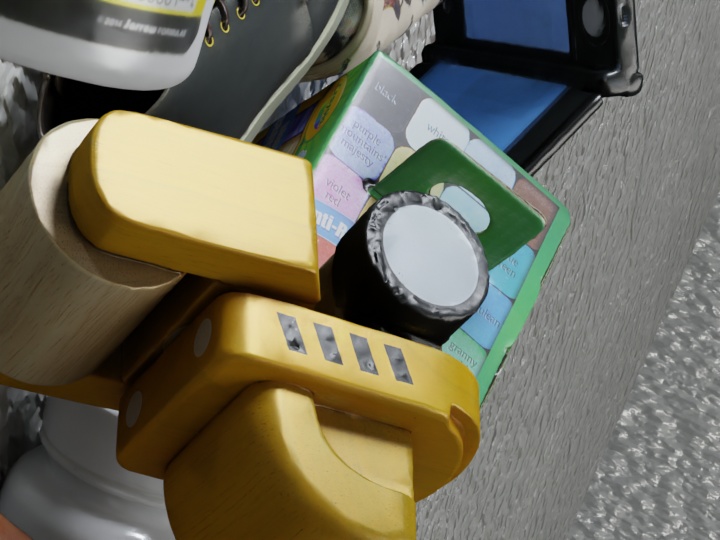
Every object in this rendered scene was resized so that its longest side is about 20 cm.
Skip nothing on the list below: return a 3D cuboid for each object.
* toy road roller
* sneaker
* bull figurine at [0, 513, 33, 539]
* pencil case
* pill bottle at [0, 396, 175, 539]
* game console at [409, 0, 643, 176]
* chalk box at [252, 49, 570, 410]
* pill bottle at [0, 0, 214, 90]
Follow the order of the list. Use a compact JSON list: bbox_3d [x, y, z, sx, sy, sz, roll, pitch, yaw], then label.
[{"bbox_3d":[-0.048,0.044,0.837,0.123,0.199,0.147,-44,-142,46],"label":"toy road roller"},{"bbox_3d":[-0.057,-0.109,0.903,0.106,0.074,0.201,72,42,-73],"label":"sneaker"},{"bbox_3d":[-0.124,0.162,0.880,0.121,0.065,0.200,-47,130,-3],"label":"bull figurine"},{"bbox_3d":[-0.001,-0.149,1.066,0.200,0.077,0.090,-44,139,-61],"label":"pencil case"},{"bbox_3d":[-0.111,0.144,0.992,0.113,0.113,0.202,-29,138,-70],"label":"pill bottle"},{"bbox_3d":[0.046,-0.122,1.173,0.115,0.200,0.178,-12,104,-24],"label":"game console"},{"bbox_3d":[0.000,0.000,1.009,0.200,0.125,0.124,-28,-152,56],"label":"chalk box"},{"bbox_3d":[-0.075,-0.165,0.669,0.114,0.113,0.202,-22,132,-72],"label":"pill bottle"}]
